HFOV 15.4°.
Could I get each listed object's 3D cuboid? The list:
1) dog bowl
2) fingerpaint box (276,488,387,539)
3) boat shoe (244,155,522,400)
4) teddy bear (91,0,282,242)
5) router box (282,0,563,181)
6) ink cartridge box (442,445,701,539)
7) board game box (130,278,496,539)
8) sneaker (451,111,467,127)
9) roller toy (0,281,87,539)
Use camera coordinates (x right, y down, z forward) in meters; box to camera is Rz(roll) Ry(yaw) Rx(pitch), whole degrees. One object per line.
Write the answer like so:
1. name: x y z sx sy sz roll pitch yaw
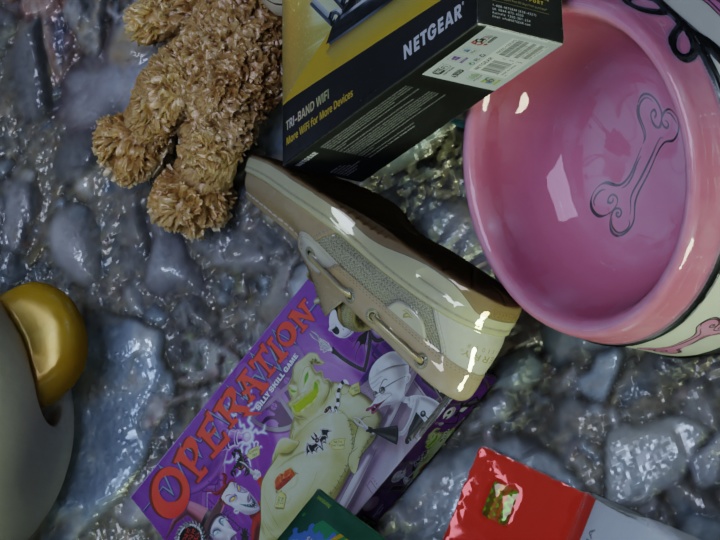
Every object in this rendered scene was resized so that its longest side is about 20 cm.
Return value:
1. dog bowl: 0.129 -0.053 1.313 0.200 0.073 0.201 11 105 49
2. fingerpaint box: -0.002 0.227 1.325 0.167 0.073 0.200 -50 42 -6
3. boat shoe: 0.000 0.000 1.398 0.200 0.072 0.065 35 106 39
4. teddy bear: -0.076 -0.115 1.503 0.200 0.067 0.145 -38 65 21
5. router box: 0.027 -0.154 1.356 0.200 0.052 0.158 -33 53 54
6. ink cartridge box: 0.102 0.192 1.337 0.199 0.050 0.163 23 92 30
7. board game box: -0.028 0.092 1.454 0.200 0.032 0.120 -51 55 13
8. sneaker: 0.075 -0.175 1.412 0.076 0.081 0.201 17 90 32
9. roller toy: -0.263 0.086 1.535 0.182 0.140 0.201 17 87 23
